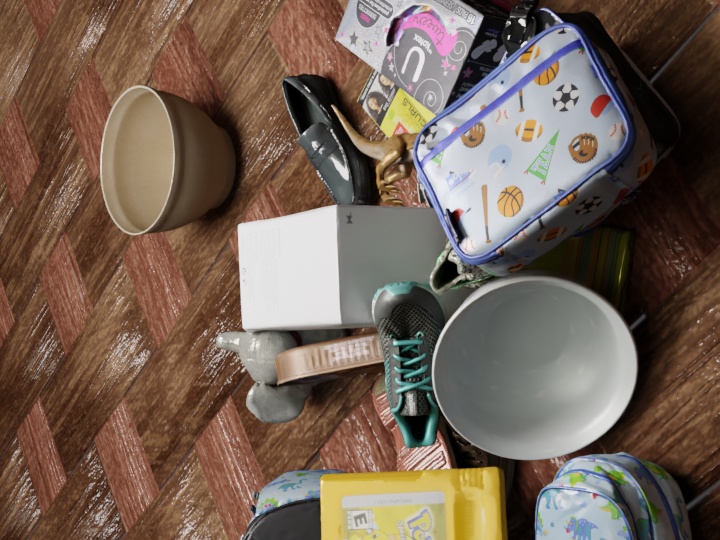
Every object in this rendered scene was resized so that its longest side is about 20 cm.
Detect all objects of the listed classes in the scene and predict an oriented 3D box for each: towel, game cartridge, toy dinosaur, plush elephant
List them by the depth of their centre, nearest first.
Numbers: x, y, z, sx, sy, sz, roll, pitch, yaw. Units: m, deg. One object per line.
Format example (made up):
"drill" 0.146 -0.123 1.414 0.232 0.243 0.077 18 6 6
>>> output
"game cartridge" 0.054 0.295 1.186 0.196 0.032 0.180 -7 77 22
"towel" 0.195 -0.012 1.196 0.198 0.018 0.088 15 97 48
"toy dinosaur" 0.039 -0.130 1.282 0.198 0.060 0.108 2 67 44
"plush elephant" -0.101 0.095 1.426 0.198 0.153 0.168 13 99 48

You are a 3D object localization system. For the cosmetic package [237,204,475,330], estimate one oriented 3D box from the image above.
"cosmetic package" 0.000 0.000 1.268 0.199 0.197 0.126 -9 84 54

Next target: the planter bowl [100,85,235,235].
"planter bowl" -0.260 -0.150 1.626 0.198 0.133 0.204 0 90 48

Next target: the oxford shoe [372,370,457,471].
"oxford shoe" 0.079 0.196 1.271 0.070 0.073 0.202 -37 50 23

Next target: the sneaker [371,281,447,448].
"sneaker" 0.055 0.097 1.143 0.092 0.076 0.202 -94 -7 -46

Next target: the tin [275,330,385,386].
"tin" -0.001 0.095 1.305 0.196 0.112 0.043 -12 85 10

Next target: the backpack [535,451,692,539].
"backpack" 0.235 0.271 1.072 0.162 0.152 0.204 1 78 55

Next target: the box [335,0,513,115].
"box" 0.087 -0.245 1.231 0.200 0.131 0.116 42 119 40

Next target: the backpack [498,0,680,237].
"backpack" 0.190 -0.127 1.097 0.191 0.152 0.202 -50 56 33

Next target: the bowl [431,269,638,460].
"bowl" 0.167 0.077 1.134 0.091 0.198 0.203 -84 19 -62

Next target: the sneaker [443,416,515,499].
"sneaker" 0.115 0.156 1.241 0.070 0.075 0.204 -8 83 48

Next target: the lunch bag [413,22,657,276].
"lunch bag" 0.138 -0.101 0.977 0.199 0.075 0.162 -35 61 24

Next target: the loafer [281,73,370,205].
"loafer" -0.046 -0.156 1.429 0.068 0.070 0.203 -43 59 40

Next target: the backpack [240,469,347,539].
"backpack" -0.054 0.300 1.351 0.200 0.160 0.157 75 -172 -71

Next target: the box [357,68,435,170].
"box" 0.076 -0.159 1.305 0.201 0.050 0.076 53 126 34

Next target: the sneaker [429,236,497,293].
"sneaker" 0.096 -0.012 1.115 0.077 0.088 0.200 55 168 8
